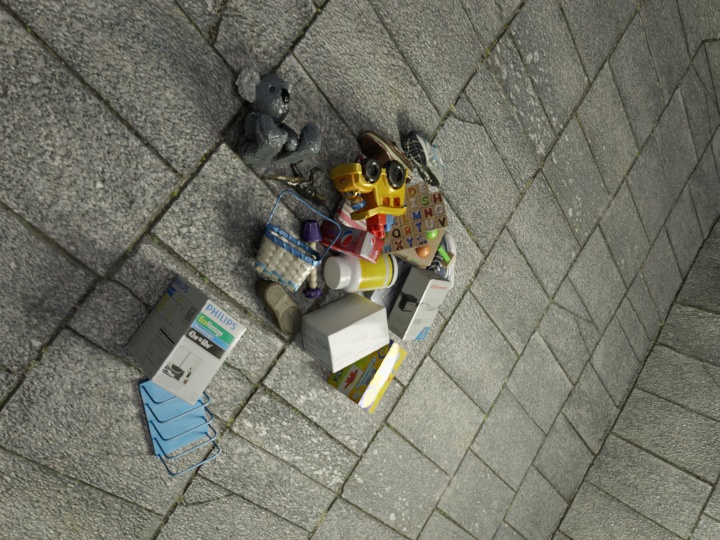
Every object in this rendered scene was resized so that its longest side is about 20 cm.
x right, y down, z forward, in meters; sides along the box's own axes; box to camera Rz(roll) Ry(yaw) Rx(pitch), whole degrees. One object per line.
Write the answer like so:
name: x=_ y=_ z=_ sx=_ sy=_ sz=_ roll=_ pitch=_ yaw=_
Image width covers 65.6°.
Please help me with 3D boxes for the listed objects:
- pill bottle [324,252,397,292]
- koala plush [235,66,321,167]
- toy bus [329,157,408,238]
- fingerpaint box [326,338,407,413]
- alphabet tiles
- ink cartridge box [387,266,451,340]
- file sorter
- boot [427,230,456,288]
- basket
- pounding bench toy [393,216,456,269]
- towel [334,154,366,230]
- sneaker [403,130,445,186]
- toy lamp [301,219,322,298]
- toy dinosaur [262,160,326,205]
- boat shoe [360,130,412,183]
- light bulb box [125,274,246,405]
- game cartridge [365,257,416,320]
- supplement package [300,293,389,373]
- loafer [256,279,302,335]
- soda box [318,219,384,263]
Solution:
pill bottle: x=0.000 y=0.000 z=1.561 sx=0.195 sy=0.111 sz=0.116 roll=-5 pitch=106 yaw=-38
koala plush: x=-0.210 y=-0.356 z=1.288 sx=0.174 sy=0.181 sz=0.207 roll=-4 pitch=85 yaw=-46
toy bus: x=0.025 y=-0.182 z=1.446 sx=0.196 sy=0.134 sz=0.199 roll=-2 pitch=91 yaw=-41
fingerpaint box: x=0.018 y=0.281 z=1.620 sx=0.073 sy=0.165 sz=0.203 roll=39 pitch=77 yaw=-37
alphabet tiles: x=0.138 y=-0.147 z=1.533 sx=0.193 sy=0.008 sz=0.173 roll=-12 pitch=82 yaw=4
ink cartridge box: x=0.177 y=0.102 z=1.703 sx=0.143 sy=0.083 sz=0.205 roll=7 pitch=112 yaw=-55
file sorter: x=-0.421 y=0.352 z=1.319 sx=0.136 sy=0.121 sz=0.207 roll=-18 pitch=114 yaw=-32
boot: x=0.253 y=-0.018 z=1.782 sx=0.089 sy=0.072 sz=0.206 roll=-24 pitch=117 yaw=-37
basket: x=-0.166 y=-0.071 z=1.377 sx=0.174 sy=0.140 sz=0.202 roll=33 pitch=102 yaw=-12
pounding bench toy: x=0.194 y=-0.075 z=1.608 sx=0.195 sy=0.156 sz=0.127 roll=25 pitch=87 yaw=1
towel: x=0.009 y=-0.197 z=1.557 sx=0.145 sy=0.029 sz=0.205 roll=32 pitch=76 yaw=-42
sneaker: x=0.192 y=-0.346 z=1.655 sx=0.201 sy=0.076 sz=0.088 roll=52 pitch=58 yaw=-43
toy lamp: x=-0.128 y=-0.030 z=1.487 sx=0.057 sy=0.058 sz=0.207 roll=-12 pitch=109 yaw=-35
toy dinosaur: x=-0.148 y=-0.232 z=1.424 sx=0.197 sy=0.047 sz=0.090 roll=22 pitch=95 yaw=-37
boat shoe: x=0.076 y=-0.330 z=1.568 sx=0.202 sy=0.073 sz=0.077 roll=41 pitch=54 yaw=-37
light bulb box: x=-0.388 y=0.148 z=1.239 sx=0.202 sy=0.196 sz=0.125 roll=-55 pitch=130 yaw=-10
game cartridge: x=0.104 y=0.048 z=1.708 sx=0.200 sy=0.040 sz=0.135 roll=-44 pitch=129 yaw=-21
supplement package: x=-0.044 y=0.165 z=1.544 sx=0.196 sy=0.154 sz=0.114 roll=-22 pitch=117 yaw=-31
loafer: x=-0.210 y=0.090 z=1.453 sx=0.075 sy=0.067 sz=0.203 roll=-38 pitch=138 yaw=-20
soda box: x=-0.029 y=-0.076 z=1.459 sx=0.069 sy=0.198 sz=0.065 roll=26 pitch=86 yaw=-39
